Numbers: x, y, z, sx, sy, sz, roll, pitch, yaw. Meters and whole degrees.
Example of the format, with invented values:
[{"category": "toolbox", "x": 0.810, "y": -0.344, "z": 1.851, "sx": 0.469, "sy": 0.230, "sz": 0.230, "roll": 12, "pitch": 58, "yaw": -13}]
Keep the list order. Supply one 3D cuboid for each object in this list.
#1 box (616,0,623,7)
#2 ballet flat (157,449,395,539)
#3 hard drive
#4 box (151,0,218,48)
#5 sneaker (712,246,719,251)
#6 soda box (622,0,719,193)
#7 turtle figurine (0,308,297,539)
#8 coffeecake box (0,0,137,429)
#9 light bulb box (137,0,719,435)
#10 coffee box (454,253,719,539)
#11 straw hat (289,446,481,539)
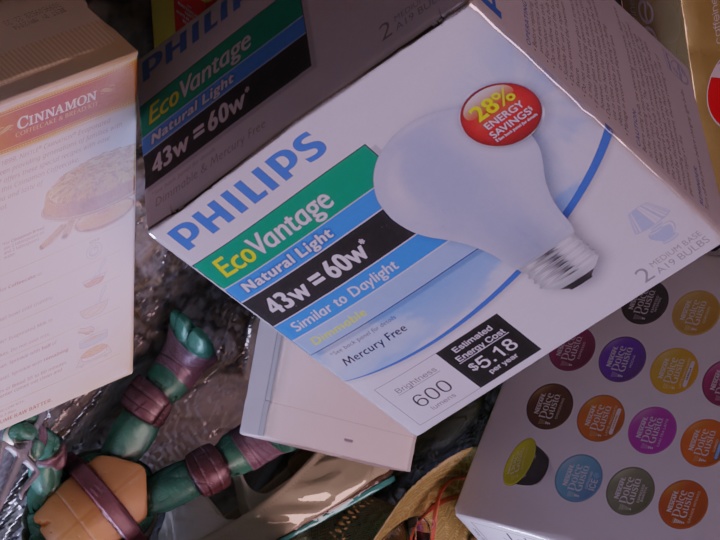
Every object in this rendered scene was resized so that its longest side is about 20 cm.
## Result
[{"category": "box", "x": 0.059, "y": -0.133, "z": 1.464, "sx": 0.199, "sy": 0.050, "sz": 0.200, "roll": -45, "pitch": 141, "yaw": -29}, {"category": "ballet flat", "x": -0.071, "y": 0.142, "z": 1.625, "sx": 0.200, "sy": 0.069, "sz": 0.070, "roll": -32, "pitch": 141, "yaw": -23}, {"category": "hard drive", "x": 0.000, "y": 0.000, "z": 1.518, "sx": 0.132, "sy": 0.026, "sz": 0.201, "roll": 18, "pitch": 81, "yaw": -52}, {"category": "box", "x": -0.062, "y": -0.136, "z": 1.386, "sx": 0.075, "sy": 0.050, "sz": 0.201, "roll": -28, "pitch": 140, "yaw": -29}, {"category": "sneaker", "x": 0.184, "y": -0.053, "z": 1.701, "sx": 0.200, "sy": 0.073, "sz": 0.082, "roll": 9, "pitch": 117, "yaw": -49}, {"category": "soda box", "x": 0.183, "y": -0.134, "z": 1.569, "sx": 0.064, "sy": 0.068, "sz": 0.201, "roll": -24, "pitch": 114, "yaw": -31}, {"category": "turtle figurine", "x": -0.138, "y": 0.124, "z": 1.509, "sx": 0.200, "sy": 0.101, "sz": 0.150, "roll": -43, "pitch": 103, "yaw": -11}, {"category": "coffeecake box", "x": -0.188, "y": -0.018, "z": 1.342, "sx": 0.153, "sy": 0.073, "sz": 0.201, "roll": -23, "pitch": 137, "yaw": -30}, {"category": "light bulb box", "x": 0.031, "y": -0.058, "z": 1.327, "sx": 0.198, "sy": 0.125, "sz": 0.200, "roll": -35, "pitch": 129, "yaw": 24}, {"category": "coffee box", "x": 0.205, "y": 0.119, "z": 1.726, "sx": 0.200, "sy": 0.197, "sz": 0.200, "roll": 50, "pitch": 58, "yaw": -54}, {"category": "straw hat", "x": -0.001, "y": 0.184, "z": 1.710, "sx": 0.201, "sy": 0.085, "sz": 0.202, "roll": -42, "pitch": 145, "yaw": -39}]
